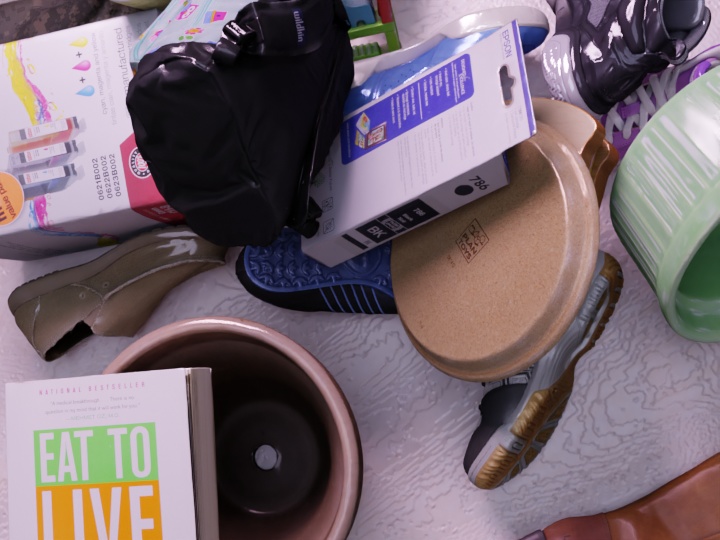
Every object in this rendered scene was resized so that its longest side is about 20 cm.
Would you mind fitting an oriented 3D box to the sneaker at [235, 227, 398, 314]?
[{"bbox_3d":[0.000,0.000,0.825,0.198,0.078,0.071,6,81,-12],"label":"sneaker"}]

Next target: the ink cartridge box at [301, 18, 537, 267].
[{"bbox_3d":[0.041,-0.084,0.727,0.199,0.039,0.100,-24,54,33],"label":"ink cartridge box"}]

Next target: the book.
[{"bbox_3d":[-0.158,0.168,0.662,0.132,0.048,0.202,-6,84,11],"label":"book"}]

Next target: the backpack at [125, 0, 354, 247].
[{"bbox_3d":[-0.078,-0.134,0.718,0.125,0.168,0.201,3,43,18],"label":"backpack"}]

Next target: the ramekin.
[{"bbox_3d":[0.271,-0.053,0.720,0.199,0.200,0.098,-33,53,3],"label":"ramekin"}]

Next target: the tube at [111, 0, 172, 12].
[{"bbox_3d":[-0.146,-0.219,0.805,0.052,0.200,0.058,-44,89,11],"label":"tube"}]

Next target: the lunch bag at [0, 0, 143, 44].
[{"bbox_3d":[-0.288,-0.261,0.867,0.199,0.118,0.165,-22,75,-26],"label":"lunch bag"}]

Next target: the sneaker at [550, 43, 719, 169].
[{"bbox_3d":[0.216,-0.128,0.781,0.198,0.114,0.073,-15,82,8],"label":"sneaker"}]

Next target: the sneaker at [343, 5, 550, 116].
[{"bbox_3d":[0.064,-0.126,0.821,0.198,0.077,0.112,-18,80,6],"label":"sneaker"}]

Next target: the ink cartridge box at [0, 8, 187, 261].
[{"bbox_3d":[-0.220,-0.098,0.825,0.198,0.145,0.147,-11,85,8],"label":"ink cartridge box"}]

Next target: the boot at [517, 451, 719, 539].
[{"bbox_3d":[0.227,0.255,0.770,0.198,0.069,0.190,-20,73,-2],"label":"boot"}]

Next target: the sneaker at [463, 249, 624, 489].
[{"bbox_3d":[0.122,0.067,0.801,0.087,0.076,0.201,27,85,27],"label":"sneaker"}]

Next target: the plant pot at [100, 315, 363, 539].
[{"bbox_3d":[-0.085,0.139,0.761,0.198,0.175,0.203,-1,83,9],"label":"plant pot"}]

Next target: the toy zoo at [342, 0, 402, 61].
[{"bbox_3d":[-0.046,-0.221,0.794,0.130,0.201,0.021,-10,55,6],"label":"toy zoo"}]

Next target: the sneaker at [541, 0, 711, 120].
[{"bbox_3d":[0.195,-0.201,0.770,0.113,0.075,0.202,-22,46,33],"label":"sneaker"}]

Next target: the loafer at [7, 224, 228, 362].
[{"bbox_3d":[-0.190,0.019,0.847,0.198,0.076,0.068,-21,81,16],"label":"loafer"}]

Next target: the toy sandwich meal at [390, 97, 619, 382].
[{"bbox_3d":[0.102,-0.020,0.737,0.204,0.070,0.208,-15,69,45],"label":"toy sandwich meal"}]
